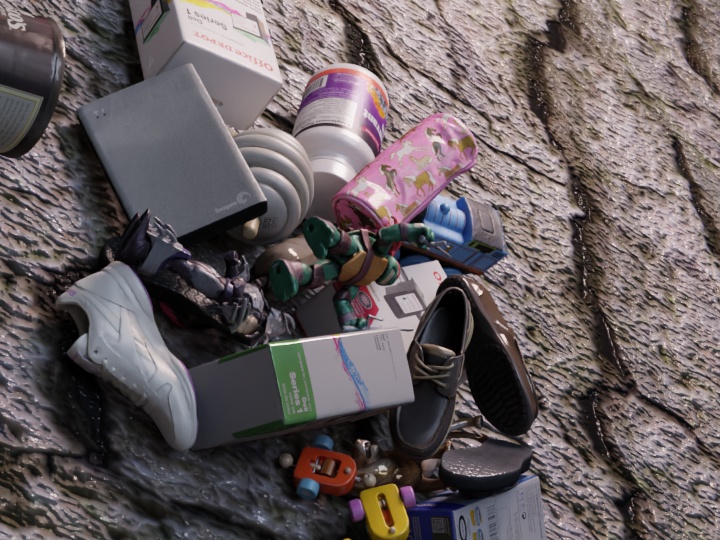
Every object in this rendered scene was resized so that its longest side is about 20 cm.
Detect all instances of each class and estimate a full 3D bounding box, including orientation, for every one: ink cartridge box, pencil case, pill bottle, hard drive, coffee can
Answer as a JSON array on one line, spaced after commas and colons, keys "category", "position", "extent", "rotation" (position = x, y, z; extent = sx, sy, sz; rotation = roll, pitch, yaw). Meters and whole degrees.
[{"category": "ink cartridge box", "position": [-0.185, -0.280, 1.834], "extent": [0.144, 0.084, 0.201], "rotation": [20, 38, -35]}, {"category": "pencil case", "position": [0.055, -0.105, 1.811], "extent": [0.200, 0.083, 0.087], "rotation": [-44, 110, -34]}, {"category": "ink cartridge box", "position": [0.117, 0.303, 1.655], "extent": [0.199, 0.076, 0.138], "rotation": [-11, 94, -52]}, {"category": "ink cartridge box", "position": [0.041, 0.077, 1.800], "extent": [0.199, 0.083, 0.146], "rotation": [-12, 68, -50]}, {"category": "pill bottle", "position": [-0.030, -0.152, 1.897], "extent": [0.111, 0.111, 0.201], "rotation": [34, 40, -21]}, {"category": "hard drive", "position": [-0.203, -0.117, 1.670], "extent": [0.139, 0.033, 0.201], "rotation": [-24, 64, -13]}, {"category": "coffee can", "position": [-0.410, -0.204, 1.512], "extent": [0.199, 0.146, 0.147], "rotation": [14, 49, -39]}, {"category": "ink cartridge box", "position": [-0.063, 0.120, 1.591], "extent": [0.199, 0.144, 0.085], "rotation": [-4, 79, -48]}]

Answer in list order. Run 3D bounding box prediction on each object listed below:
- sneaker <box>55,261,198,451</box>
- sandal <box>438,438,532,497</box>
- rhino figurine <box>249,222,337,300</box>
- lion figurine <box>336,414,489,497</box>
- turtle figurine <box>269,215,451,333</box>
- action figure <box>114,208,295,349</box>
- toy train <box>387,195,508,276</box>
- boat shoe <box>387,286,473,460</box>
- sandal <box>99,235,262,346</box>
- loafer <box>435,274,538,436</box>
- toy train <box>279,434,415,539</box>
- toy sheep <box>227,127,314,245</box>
[{"category": "sneaker", "position": [-0.230, 0.095, 1.529], "extent": [0.099, 0.075, 0.201], "rotation": [-24, 79, -29]}, {"category": "sandal", "position": [0.139, 0.216, 1.653], "extent": [0.076, 0.043, 0.200], "rotation": [15, 6, 23]}, {"category": "rhino figurine", "position": [-0.067, -0.008, 1.754], "extent": [0.060, 0.087, 0.200], "rotation": [57, 28, 3]}, {"category": "lion figurine", "position": [0.061, 0.208, 1.716], "extent": [0.200, 0.122, 0.073], "rotation": [-5, 87, -66]}, {"category": "turtle figurine", "position": [0.000, 0.000, 1.676], "extent": [0.199, 0.151, 0.101], "rotation": [11, 18, -47]}, {"category": "action figure", "position": [-0.149, 0.012, 1.572], "extent": [0.199, 0.070, 0.130], "rotation": [31, 4, -16]}, {"category": "toy train", "position": [0.084, -0.047, 1.925], "extent": [0.199, 0.114, 0.087], "rotation": [20, 46, -35]}, {"category": "boat shoe", "position": [0.073, 0.103, 1.660], "extent": [0.074, 0.073, 0.201], "rotation": [10, 59, 7]}, {"category": "sandal", "position": [-0.187, 0.028, 1.646], "extent": [0.199, 0.045, 0.075], "rotation": [27, 35, -8]}, {"category": "loafer", "position": [0.158, 0.092, 1.779], "extent": [0.071, 0.073, 0.201], "rotation": [-2, 63, -46]}, {"category": "toy train", "position": [-0.024, 0.269, 1.587], "extent": [0.149, 0.056, 0.201], "rotation": [7, 50, 8]}, {"category": "toy sheep", "position": [-0.117, -0.093, 1.745], "extent": [0.138, 0.138, 0.201], "rotation": [35, 34, -20]}]
